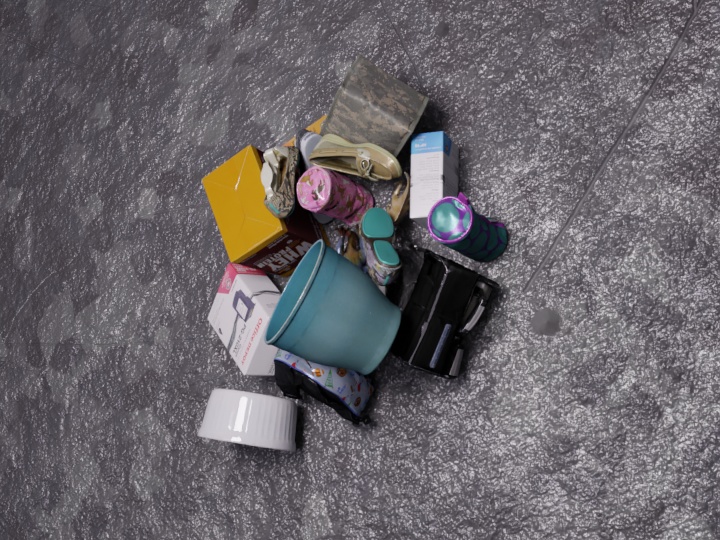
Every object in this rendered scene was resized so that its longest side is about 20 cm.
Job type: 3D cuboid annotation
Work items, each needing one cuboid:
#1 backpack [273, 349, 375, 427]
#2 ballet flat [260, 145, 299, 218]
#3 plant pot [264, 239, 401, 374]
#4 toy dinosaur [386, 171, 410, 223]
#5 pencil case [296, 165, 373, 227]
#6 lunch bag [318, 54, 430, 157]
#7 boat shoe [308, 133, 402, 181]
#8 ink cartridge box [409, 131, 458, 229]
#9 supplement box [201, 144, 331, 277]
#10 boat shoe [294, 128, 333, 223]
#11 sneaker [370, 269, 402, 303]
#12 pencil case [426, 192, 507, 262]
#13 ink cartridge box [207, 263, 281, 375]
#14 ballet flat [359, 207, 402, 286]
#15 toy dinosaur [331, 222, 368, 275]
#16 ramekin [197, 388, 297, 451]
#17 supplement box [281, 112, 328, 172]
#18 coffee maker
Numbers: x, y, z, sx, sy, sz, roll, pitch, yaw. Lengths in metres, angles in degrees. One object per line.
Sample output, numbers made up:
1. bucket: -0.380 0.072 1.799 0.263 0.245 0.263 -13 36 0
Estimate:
1. backpack: -0.069 0.188 1.484 0.198 0.191 0.156 17 76 29
2. ballet flat: -0.157 -0.188 1.475 0.067 0.075 0.202 -28 41 27
3. plant pot: -0.039 0.080 1.340 0.186 0.200 0.202 30 98 -13
4. toy dinosaur: 0.077 -0.125 1.500 0.058 0.102 0.201 27 131 -3
5. pencil case: -0.048 -0.144 1.520 0.083 0.199 0.087 -45 66 15
6. lunch bag: 0.018 -0.287 1.500 0.163 0.200 0.118 30 59 -5
7. boat shoe: -0.010 -0.204 1.463 0.199 0.074 0.063 25 64 31
8. ink cartridge box: 0.141 -0.147 1.465 0.066 0.116 0.203 -2 80 22
9. supplement box: -0.190 -0.115 1.591 0.132 0.199 0.199 -30 69 19
10. boat shoe: -0.097 -0.194 1.590 0.073 0.201 0.068 -31 38 -20
11. sneaker: 0.034 0.046 1.520 0.078 0.074 0.203 1 83 33
12. pencil case: 0.194 -0.073 1.379 0.085 0.199 0.093 46 104 26
13. ink cartridge box: -0.223 0.101 1.597 0.200 0.084 0.146 46 120 42
14. ballet flat: 0.031 -0.039 1.405 0.072 0.072 0.201 -37 31 18
15. toy dinosaur: 0.000 0.000 1.506 0.103 0.200 0.184 -6 86 7
16. ramekin: -0.219 0.299 1.548 0.198 0.200 0.099 2 75 28
17. supplement box: -0.066 -0.285 1.629 0.199 0.069 0.067 -32 70 16
18. coffee maker: 0.127 0.074 1.408 0.190 0.135 0.202 24 94 1
